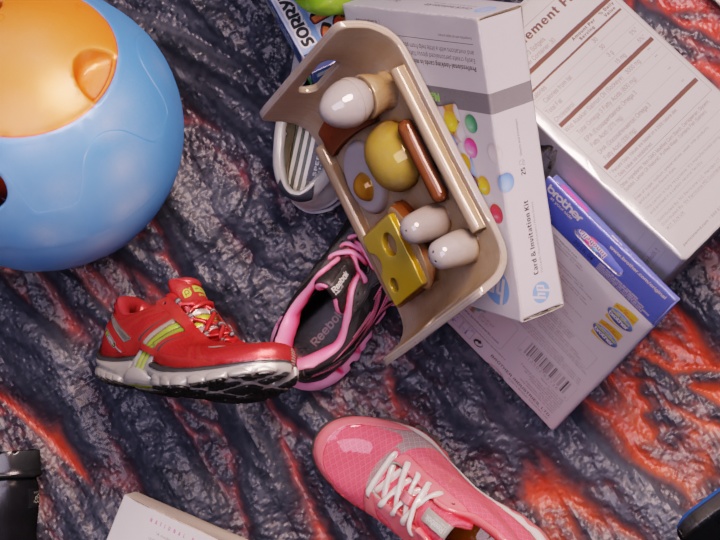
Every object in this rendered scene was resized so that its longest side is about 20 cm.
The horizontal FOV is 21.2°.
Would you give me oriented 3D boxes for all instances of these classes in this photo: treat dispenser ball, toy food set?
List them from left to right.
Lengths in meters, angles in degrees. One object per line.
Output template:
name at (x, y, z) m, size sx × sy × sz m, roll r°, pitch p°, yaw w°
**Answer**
treat dispenser ball at (-0.225, -0.100, 1.362) m, size 0.200 × 0.201 × 0.202 m, roll 0°, pitch 88°, yaw 10°
toy food set at (0.008, -0.048, 1.271) m, size 0.060 × 0.143 × 0.201 m, roll -19°, pitch 78°, yaw -31°

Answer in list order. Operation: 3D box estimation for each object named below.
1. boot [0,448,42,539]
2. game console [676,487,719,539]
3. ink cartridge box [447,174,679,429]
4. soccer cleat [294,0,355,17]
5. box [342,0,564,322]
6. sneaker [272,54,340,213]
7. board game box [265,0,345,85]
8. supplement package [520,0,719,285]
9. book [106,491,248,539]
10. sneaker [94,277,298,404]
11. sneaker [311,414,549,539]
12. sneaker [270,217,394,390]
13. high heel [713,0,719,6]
boot at (-0.327, 0.221, 1.432) m, size 0.199 × 0.076 × 0.169 m, roll -3°, pitch 84°, yaw 4°
game console at (0.341, 0.180, 1.302) m, size 0.200 × 0.171 × 0.119 m, roll -37°, pitch 56°, yaw 7°
ink cartridge box at (0.138, 0.018, 1.309) m, size 0.119 × 0.200 × 0.042 m, roll 45°, pitch 58°, yaw 8°
soccer cleat at (0.013, -0.265, 1.316) m, size 0.067 × 0.081 × 0.200 m, roll 25°, pitch 74°, yaw 21°
box at (0.060, -0.079, 1.271) m, size 0.041 × 0.156 × 0.201 m, roll -21°, pitch 112°, yaw -28°
sneaker at (-0.019, -0.141, 1.392) m, size 0.073 × 0.071 × 0.201 m, roll 6°, pitch 90°, yaw 10°
board game box at (-0.019, -0.241, 1.376) m, size 0.135 × 0.034 × 0.200 m, roll -27°, pitch 71°, yaw -7°
supplement package at (0.167, -0.090, 1.318) m, size 0.200 × 0.117 × 0.117 m, roll 44°, pitch 70°, yaw 8°
book at (-0.149, 0.281, 1.421) m, size 0.133 × 0.048 × 0.201 m, roll 22°, pitch 94°, yaw 14°
sneaker at (-0.121, 0.047, 1.368) m, size 0.199 × 0.077 × 0.085 m, roll 2°, pitch 81°, yaw 45°
sneaker at (0.052, 0.165, 1.364) m, size 0.200 × 0.087 × 0.074 m, roll 33°, pitch 93°, yaw 9°
sneaker at (0.000, 0.000, 1.374) m, size 0.079 × 0.095 × 0.200 m, roll 33°, pitch 93°, yaw 11°
high heel at (0.236, -0.194, 1.337) m, size 0.199 × 0.071 × 0.143 m, roll -2°, pitch 82°, yaw -6°
